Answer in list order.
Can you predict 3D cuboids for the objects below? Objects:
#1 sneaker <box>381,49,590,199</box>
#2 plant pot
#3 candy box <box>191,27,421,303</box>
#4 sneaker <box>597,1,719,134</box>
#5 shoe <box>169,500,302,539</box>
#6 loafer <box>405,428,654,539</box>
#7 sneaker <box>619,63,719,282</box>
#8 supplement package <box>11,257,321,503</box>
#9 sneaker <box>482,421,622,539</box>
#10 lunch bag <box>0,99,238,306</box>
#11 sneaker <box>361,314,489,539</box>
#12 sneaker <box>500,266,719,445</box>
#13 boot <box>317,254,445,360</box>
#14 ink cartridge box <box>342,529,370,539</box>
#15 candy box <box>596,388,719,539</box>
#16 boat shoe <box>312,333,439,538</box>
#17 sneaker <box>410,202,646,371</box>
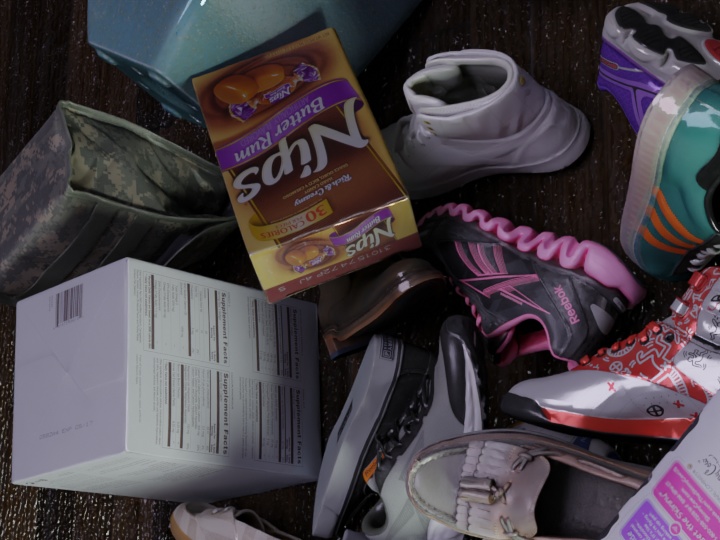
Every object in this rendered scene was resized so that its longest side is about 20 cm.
[{"bbox_3d":[0.054,-0.112,1.080,0.199,0.115,0.074,-10,60,38],"label":"sneaker"},{"bbox_3d":[-0.104,-0.221,1.187,0.195,0.196,0.201,27,82,46],"label":"plant pot"},{"bbox_3d":[-0.041,-0.080,1.060,0.116,0.057,0.201,-21,49,-2],"label":"candy box"},{"bbox_3d":[0.230,-0.095,0.957,0.200,0.080,0.084,50,146,34],"label":"sneaker"},{"bbox_3d":[-0.073,0.220,1.172,0.199,0.070,0.054,21,95,38],"label":"shoe"},{"bbox_3d":[0.125,0.140,0.919,0.199,0.063,0.072,8,88,8],"label":"loafer"},{"bbox_3d":[0.208,-0.037,0.886,0.080,0.200,0.071,40,76,24],"label":"sneaker"},{"bbox_3d":[-0.153,0.096,1.187,0.151,0.199,0.152,-18,66,41],"label":"supplement package"},{"bbox_3d":[0.119,0.201,0.976,0.088,0.075,0.201,8,88,40],"label":"sneaker"},{"bbox_3d":[-0.210,-0.035,1.283,0.164,0.199,0.118,-40,49,35],"label":"lunch bag"},{"bbox_3d":[0.045,0.120,1.011,0.074,0.079,0.201,-81,0,-60],"label":"sneaker"},{"bbox_3d":[0.189,0.054,0.928,0.200,0.067,0.109,3,80,28],"label":"sneaker"},{"bbox_3d":[0.000,0.000,1.086,0.097,0.074,0.200,68,159,9],"label":"boot"},{"bbox_3d":[-0.008,0.299,1.031,0.136,0.076,0.201,-78,7,-85],"label":"ink cartridge box"},{"bbox_3d":[0.221,0.148,0.818,0.200,0.167,0.072,-55,47,19],"label":"candy box"},{"bbox_3d":[0.012,0.134,1.101,0.071,0.063,0.201,-83,12,-49],"label":"boat shoe"},{"bbox_3d":[0.098,0.016,1.029,0.199,0.079,0.096,18,77,48],"label":"sneaker"}]
